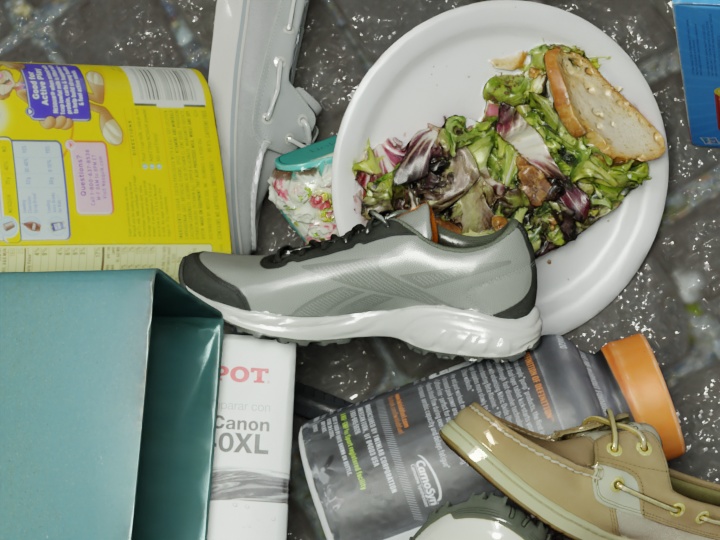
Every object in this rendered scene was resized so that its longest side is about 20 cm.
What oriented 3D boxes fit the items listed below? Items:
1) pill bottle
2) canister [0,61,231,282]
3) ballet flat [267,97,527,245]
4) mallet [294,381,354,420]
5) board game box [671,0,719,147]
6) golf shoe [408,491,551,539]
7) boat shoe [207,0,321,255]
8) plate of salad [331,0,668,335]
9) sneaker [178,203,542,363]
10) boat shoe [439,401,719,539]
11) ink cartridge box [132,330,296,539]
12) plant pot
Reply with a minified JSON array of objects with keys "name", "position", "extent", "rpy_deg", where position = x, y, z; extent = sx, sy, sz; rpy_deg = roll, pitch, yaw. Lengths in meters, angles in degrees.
[{"name":"pill bottle","position":[0.074,0.100,1.151],"extent":[0.199,0.106,0.107],"rpy_deg":[-20,70,3]},{"name":"canister","position":[-0.180,-0.046,1.175],"extent":[0.199,0.086,0.149],"rpy_deg":[-1,75,-29]},{"name":"ballet flat","position":[0.042,-0.066,1.236],"extent":[0.199,0.076,0.064],"rpy_deg":[-20,108,-6]},{"name":"mallet","position":[-0.076,0.050,1.235],"extent":[0.199,0.041,0.066],"rpy_deg":[12,78,10]},{"name":"board game box","position":[0.218,-0.194,1.172],"extent":[0.056,0.200,0.197],"rpy_deg":[5,73,14]},{"name":"golf shoe","position":[0.034,0.201,1.088],"extent":[0.077,0.088,0.200],"rpy_deg":[31,123,-3]},{"name":"boat shoe","position":[-0.057,-0.098,1.265],"extent":[0.068,0.072,0.201],"rpy_deg":[4,71,-2]},{"name":"plate of salad","position":[0.083,-0.051,1.185],"extent":[0.199,0.048,0.201],"rpy_deg":[-3,102,-12]},{"name":"sneaker","position":[0.000,0.000,1.138],"extent":[0.199,0.074,0.080],"rpy_deg":[3,104,7]},{"name":"boat shoe","position":[0.130,0.106,1.069],"extent":[0.067,0.199,0.074],"rpy_deg":[-59,28,5]},{"name":"ink cartridge box","position":[-0.112,0.133,1.157],"extent":[0.144,0.083,0.201],"rpy_deg":[3,81,-4]},{"name":"plant pot","position":[-0.185,0.077,1.057],"extent":[0.199,0.141,0.142],"rpy_deg":[2,80,11]}]
